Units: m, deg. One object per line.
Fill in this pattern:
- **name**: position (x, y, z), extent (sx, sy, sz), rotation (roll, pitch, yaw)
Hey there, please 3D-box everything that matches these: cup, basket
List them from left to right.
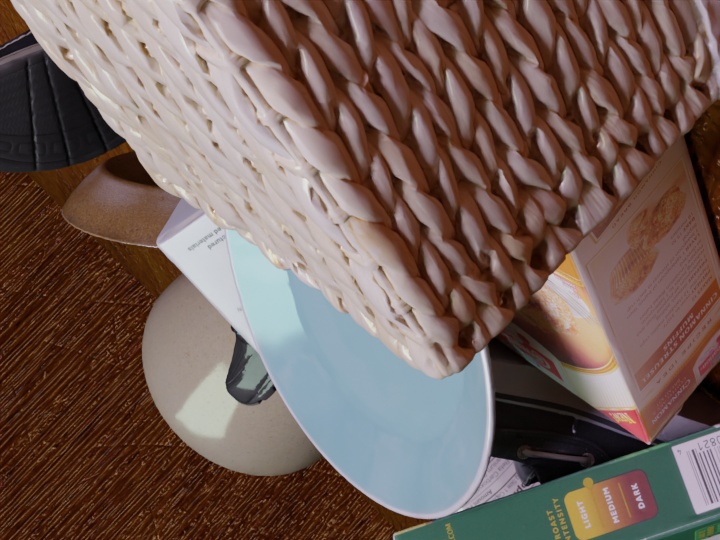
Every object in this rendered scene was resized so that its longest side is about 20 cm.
- **cup**: position (-0.067, 0.049, 1.224), extent (0.200, 0.200, 0.143), rotation (44, 141, 3)
- **basket**: position (-0.012, -0.107, 0.458), extent (0.198, 0.161, 0.200), rotation (32, 165, 45)

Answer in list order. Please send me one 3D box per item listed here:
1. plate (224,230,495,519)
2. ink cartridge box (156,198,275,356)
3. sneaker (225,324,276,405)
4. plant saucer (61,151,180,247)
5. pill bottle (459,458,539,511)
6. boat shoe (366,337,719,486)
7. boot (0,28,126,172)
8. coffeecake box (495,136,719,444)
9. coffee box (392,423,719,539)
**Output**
- **plate**: position (0.001, 0.016, 0.666), extent (0.200, 0.025, 0.202), rotation (37, 139, 41)
- **ink cartridge box**: position (0.000, 0.000, 0.817), extent (0.200, 0.083, 0.147), rotation (48, -148, -19)
- **sneaker**: position (-0.060, 0.000, 0.987), extent (0.078, 0.202, 0.076), rotation (21, -152, -7)
- **plant saucer**: position (-0.119, -0.059, 1.080), extent (0.200, 0.198, 0.036), rotation (28, 120, 56)
- **pill bottle**: position (0.100, 0.147, 1.085), extent (0.200, 0.114, 0.114), rotation (47, 169, -8)
- **boat shoe**: position (0.098, 0.077, 0.742), extent (0.197, 0.069, 0.072), rotation (13, -163, -17)
- **boot**: position (-0.168, -0.138, 0.845), extent (0.154, 0.202, 0.074), rotation (41, 147, 40)
- **coffeecake box**: position (0.071, -0.035, 0.638), extent (0.153, 0.073, 0.201), rotation (35, 166, 38)
- **coffee box**: position (0.120, 0.125, 0.706), extent (0.123, 0.198, 0.044), rotation (56, -165, -66)
